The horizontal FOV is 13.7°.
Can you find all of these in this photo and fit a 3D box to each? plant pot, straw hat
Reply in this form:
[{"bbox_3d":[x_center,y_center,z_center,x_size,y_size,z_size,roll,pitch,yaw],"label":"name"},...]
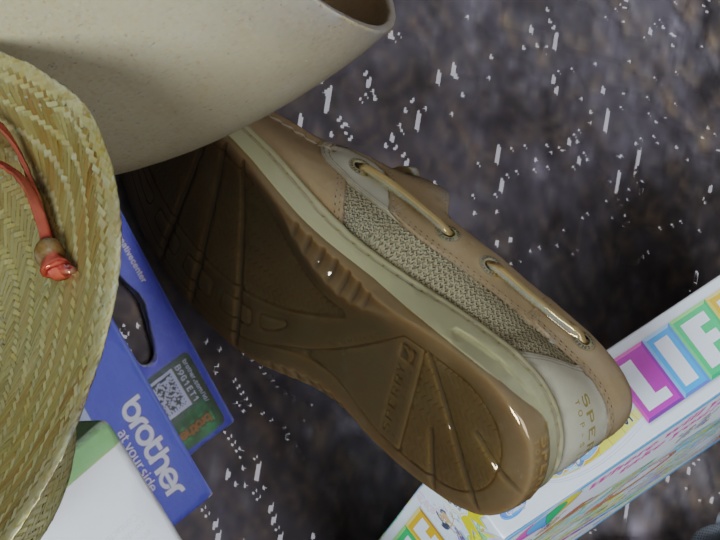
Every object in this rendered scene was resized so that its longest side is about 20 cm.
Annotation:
[{"bbox_3d":[-0.106,-0.102,0.888,0.134,0.201,0.200,-41,120,13],"label":"plant pot"},{"bbox_3d":[-0.124,0.046,0.806,0.202,0.200,0.085,-60,141,-13],"label":"straw hat"}]

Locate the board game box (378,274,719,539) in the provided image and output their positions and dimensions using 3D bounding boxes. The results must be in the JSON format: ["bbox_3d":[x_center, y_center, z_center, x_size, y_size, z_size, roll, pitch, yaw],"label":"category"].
[{"bbox_3d":[0.093,0.054,1.047,0.200,0.135,0.034,-31,77,-27],"label":"board game box"}]

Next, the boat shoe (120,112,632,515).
[{"bbox_3d":[0.000,0.000,0.966,0.064,0.200,0.071,-27,149,-39],"label":"boat shoe"}]

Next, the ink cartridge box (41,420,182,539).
[{"bbox_3d":[-0.081,0.165,0.877,0.145,0.048,0.201,-41,109,-31],"label":"ink cartridge box"}]

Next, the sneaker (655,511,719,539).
[{"bbox_3d":[0.095,0.167,1.094,0.199,0.075,0.116,-27,108,-34],"label":"sneaker"}]

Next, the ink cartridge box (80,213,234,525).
[{"bbox_3d":[-0.130,0.062,0.957,0.200,0.042,0.120,-38,114,-26],"label":"ink cartridge box"}]
